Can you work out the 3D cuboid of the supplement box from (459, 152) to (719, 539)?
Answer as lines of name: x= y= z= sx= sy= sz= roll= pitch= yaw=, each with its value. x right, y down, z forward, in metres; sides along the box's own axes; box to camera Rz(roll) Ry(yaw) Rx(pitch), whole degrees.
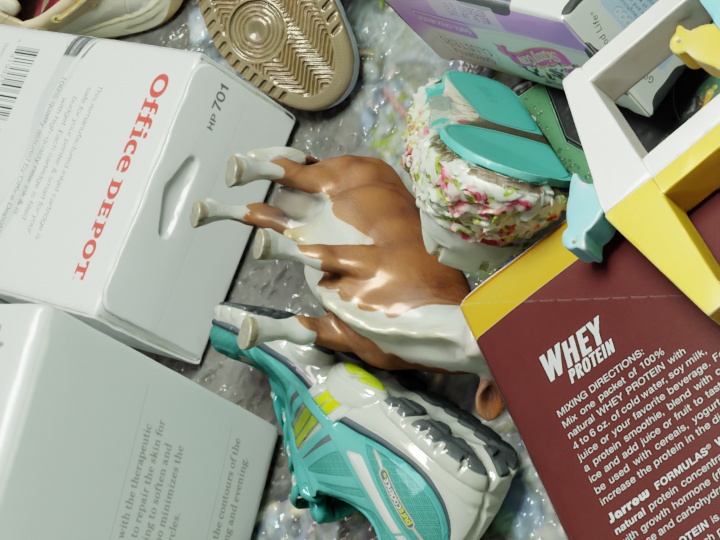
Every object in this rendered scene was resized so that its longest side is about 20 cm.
supplement box: x=0.178 y=0.049 z=0.821 sx=0.197 sy=0.133 sz=0.200 roll=-39 pitch=49 yaw=17

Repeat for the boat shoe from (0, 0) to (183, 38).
boat shoe: x=-0.192 y=-0.162 z=1.284 sx=0.200 sy=0.069 sz=0.074 roll=-17 pitch=58 yaw=33

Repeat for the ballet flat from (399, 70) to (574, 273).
ballet flat: x=0.051 y=-0.034 z=0.926 sx=0.200 sy=0.076 sz=0.064 roll=-85 pitch=14 yaw=-75

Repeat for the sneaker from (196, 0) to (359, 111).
sneaker: x=-0.058 y=-0.165 z=1.186 sx=0.071 sy=0.112 sz=0.200 roll=-43 pitch=78 yaw=15

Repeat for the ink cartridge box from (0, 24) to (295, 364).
ink cartridge box: x=-0.151 y=-0.045 z=1.177 sx=0.200 sy=0.086 sz=0.147 roll=13 pitch=77 yaw=42

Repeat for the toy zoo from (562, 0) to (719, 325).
toy zoo: x=0.154 y=-0.067 z=0.794 sx=0.200 sy=0.020 sz=0.131 roll=-41 pitch=48 yaw=15

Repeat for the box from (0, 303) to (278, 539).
box: x=-0.182 y=0.135 z=1.049 sx=0.200 sy=0.171 sz=0.199 roll=-1 pitch=68 yaw=39

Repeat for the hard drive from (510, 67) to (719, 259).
hard drive: x=0.149 y=-0.062 z=0.970 sx=0.200 sy=0.038 sz=0.140 roll=-34 pitch=50 yaw=21

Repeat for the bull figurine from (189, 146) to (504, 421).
bull figurine: x=0.000 y=0.000 z=1.000 sx=0.200 sy=0.121 sz=0.065 roll=-124 pitch=49 yaw=-61

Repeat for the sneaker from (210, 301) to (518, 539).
sneaker: x=-0.014 y=0.073 z=1.015 sx=0.200 sy=0.077 sz=0.080 roll=38 pitch=106 yaw=46

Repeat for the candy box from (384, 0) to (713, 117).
candy box: x=0.117 y=-0.180 z=0.998 sx=0.200 sy=0.072 sz=0.168 roll=-54 pitch=34 yaw=-9
